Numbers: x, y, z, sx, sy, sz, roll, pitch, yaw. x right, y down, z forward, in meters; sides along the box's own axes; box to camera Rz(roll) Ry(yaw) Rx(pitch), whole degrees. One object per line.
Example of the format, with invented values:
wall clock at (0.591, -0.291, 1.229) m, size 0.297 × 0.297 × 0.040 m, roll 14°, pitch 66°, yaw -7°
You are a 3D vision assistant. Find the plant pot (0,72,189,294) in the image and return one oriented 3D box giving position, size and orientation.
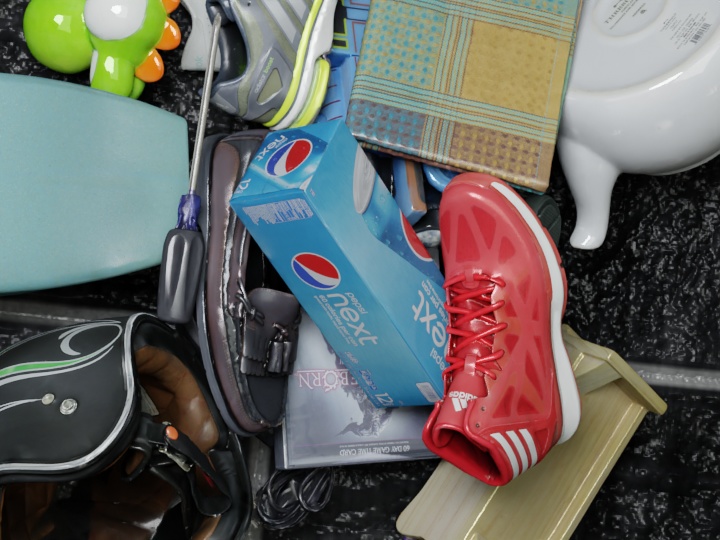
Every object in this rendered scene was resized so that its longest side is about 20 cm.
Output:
plant pot at (-0.217, -0.053, 1.042) m, size 0.198 × 0.141 × 0.143 m, roll -2°, pitch 88°, yaw -26°

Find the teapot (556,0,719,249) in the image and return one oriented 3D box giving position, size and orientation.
teapot at (0.221, -0.144, 1.155) m, size 0.146 × 0.198 × 0.199 m, roll 50°, pitch 31°, yaw -43°

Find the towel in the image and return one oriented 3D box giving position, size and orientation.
towel at (0.074, -0.156, 1.084) m, size 0.145 × 0.022 × 0.202 m, roll 14°, pitch 65°, yaw -4°

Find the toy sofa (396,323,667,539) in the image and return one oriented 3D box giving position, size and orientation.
toy sofa at (0.123, 0.144, 1.156) m, size 0.083 × 0.097 × 0.201 m, roll 41°, pitch 77°, yaw -34°

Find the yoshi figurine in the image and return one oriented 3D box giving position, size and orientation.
yoshi figurine at (-0.178, -0.213, 1.064) m, size 0.111 × 0.111 × 0.203 m, roll 0°, pitch 100°, yaw -39°

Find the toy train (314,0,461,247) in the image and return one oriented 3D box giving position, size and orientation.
toy train at (0.015, -0.112, 1.111) m, size 0.113 × 0.087 × 0.202 m, roll 2°, pitch 69°, yaw -22°

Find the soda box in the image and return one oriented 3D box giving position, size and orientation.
soda box at (0.000, 0.000, 1.042) m, size 0.201 × 0.064 × 0.068 m, roll 56°, pitch 44°, yaw -34°

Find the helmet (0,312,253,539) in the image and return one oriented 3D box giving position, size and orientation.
helmet at (-0.184, 0.136, 1.009) m, size 0.189 × 0.200 × 0.201 m, roll -29°, pitch 95°, yaw 12°

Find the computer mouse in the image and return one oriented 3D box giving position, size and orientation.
computer mouse at (-0.071, 0.068, 1.113) m, size 0.138 × 0.053 × 0.201 m, roll -38°, pitch 104°, yaw -31°

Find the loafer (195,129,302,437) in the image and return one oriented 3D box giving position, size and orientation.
loafer at (-0.067, 0.005, 1.045) m, size 0.062 × 0.072 × 0.203 m, roll -10°, pitch 82°, yaw 29°

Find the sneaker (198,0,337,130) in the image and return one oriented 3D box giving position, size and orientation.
sneaker at (-0.058, -0.192, 1.057) m, size 0.080 × 0.074 × 0.203 m, roll 7°, pitch 88°, yaw -31°

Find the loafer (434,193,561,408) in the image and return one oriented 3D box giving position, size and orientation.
loafer at (0.086, 0.036, 1.147) m, size 0.072 × 0.062 × 0.202 m, roll 47°, pitch 60°, yaw -53°

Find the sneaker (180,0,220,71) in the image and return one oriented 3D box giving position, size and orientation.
sneaker at (-0.115, -0.238, 1.113) m, size 0.087 × 0.075 × 0.202 m, roll -13°, pitch 92°, yaw -3°

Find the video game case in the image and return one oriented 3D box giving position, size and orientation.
video game case at (-0.002, 0.034, 1.123) m, size 0.142 × 0.019 × 0.203 m, roll 0°, pitch 82°, yaw -34°

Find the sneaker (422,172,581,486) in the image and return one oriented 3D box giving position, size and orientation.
sneaker at (0.081, 0.046, 1.030) m, size 0.115 × 0.078 × 0.202 m, roll -38°, pitch 112°, yaw -49°

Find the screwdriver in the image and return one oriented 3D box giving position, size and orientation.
screwdriver at (-0.105, -0.065, 1.027) m, size 0.028 × 0.029 × 0.203 m, roll 7°, pitch 82°, yaw 15°
